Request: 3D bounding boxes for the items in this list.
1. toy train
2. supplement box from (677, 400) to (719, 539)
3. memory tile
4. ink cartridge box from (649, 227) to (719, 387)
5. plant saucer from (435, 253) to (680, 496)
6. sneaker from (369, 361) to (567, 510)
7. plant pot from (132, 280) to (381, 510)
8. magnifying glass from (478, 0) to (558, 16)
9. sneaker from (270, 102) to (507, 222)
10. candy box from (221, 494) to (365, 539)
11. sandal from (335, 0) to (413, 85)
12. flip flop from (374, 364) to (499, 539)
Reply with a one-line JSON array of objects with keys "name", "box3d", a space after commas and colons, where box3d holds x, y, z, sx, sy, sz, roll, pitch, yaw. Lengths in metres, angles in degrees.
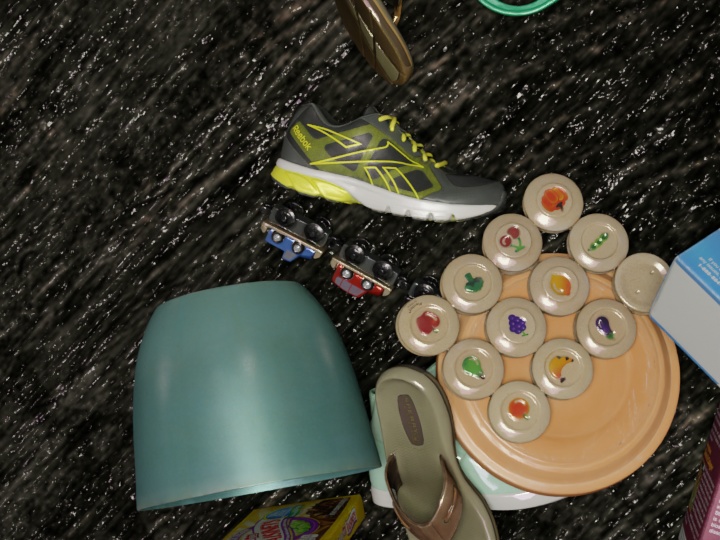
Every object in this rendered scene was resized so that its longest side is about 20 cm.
[{"name": "toy train", "box3d": [0.000, 0.000, 1.207, 0.200, 0.034, 0.046, 29, 111, 4]}, {"name": "supplement box", "box3d": [0.321, 0.167, 1.132, 0.085, 0.110, 0.201, 16, 98, 6]}, {"name": "memory tile", "box3d": [0.142, 0.029, 1.141, 0.200, 0.017, 0.153, -44, 81, -12]}, {"name": "ink cartridge box", "box3d": [0.343, 0.013, 1.061, 0.200, 0.085, 0.145, -30, 62, -25]}, {"name": "plant saucer", "box3d": [0.162, 0.082, 1.152, 0.200, 0.032, 0.201, 1, 75, -3]}, {"name": "sneaker", "box3d": [0.100, 0.133, 1.179, 0.200, 0.074, 0.119, -5, 101, 12]}, {"name": "plant pot", "box3d": [-0.094, 0.099, 1.154, 0.200, 0.201, 0.162, -11, 80, 10]}, {"name": "magnifying glass", "box3d": [0.186, -0.255, 1.162, 0.199, 0.022, 0.080, -4, 94, 11]}, {"name": "sneaker", "box3d": [0.025, -0.090, 1.172, 0.199, 0.074, 0.085, 11, 96, 8]}, {"name": "candy box", "box3d": [-0.062, 0.220, 1.151, 0.102, 0.200, 0.027, -12, 91, 9]}, {"name": "sandal", "box3d": [0.002, -0.250, 1.169, 0.054, 0.080, 0.200, -25, 87, -11]}, {"name": "flip flop", "box3d": [0.053, 0.174, 1.130, 0.081, 0.058, 0.201, -8, 105, 30]}]
